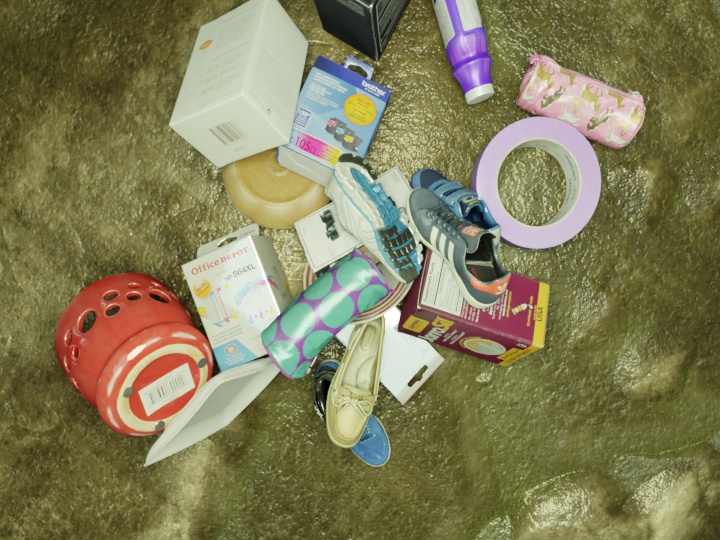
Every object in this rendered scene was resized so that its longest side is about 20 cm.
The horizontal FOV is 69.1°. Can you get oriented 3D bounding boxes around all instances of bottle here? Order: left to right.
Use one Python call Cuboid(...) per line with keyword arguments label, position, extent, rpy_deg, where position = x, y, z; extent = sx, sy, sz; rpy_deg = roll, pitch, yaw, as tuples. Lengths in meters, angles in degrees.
Cuboid(label="bottle", position=(0.166, -0.375, 0.839), extent=(0.063, 0.084, 0.206), rpy_deg=(-16, 90, 3))

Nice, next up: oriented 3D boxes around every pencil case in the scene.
Cuboid(label="pencil case", position=(-0.047, 0.062, 0.756), extent=(0.199, 0.085, 0.093), rpy_deg=(-42, 108, -6))
Cuboid(label="pencil case", position=(0.346, -0.269, 0.833), extent=(0.195, 0.083, 0.089), rpy_deg=(23, 93, 3))

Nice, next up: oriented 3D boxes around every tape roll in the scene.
Cuboid(label="tape roll", position=(0.281, -0.139, 0.851), extent=(0.193, 0.066, 0.207), rpy_deg=(0, 92, 3))

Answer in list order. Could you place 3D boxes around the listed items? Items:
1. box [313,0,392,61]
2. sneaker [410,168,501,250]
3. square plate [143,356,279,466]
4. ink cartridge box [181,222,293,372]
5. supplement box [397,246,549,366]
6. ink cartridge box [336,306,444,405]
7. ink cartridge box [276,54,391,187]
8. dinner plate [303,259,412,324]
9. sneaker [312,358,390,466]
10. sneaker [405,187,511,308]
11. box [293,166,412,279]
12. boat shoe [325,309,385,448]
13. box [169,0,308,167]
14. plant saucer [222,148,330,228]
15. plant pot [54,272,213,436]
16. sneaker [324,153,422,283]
Cuboid(label="box", position=(0.020, -0.467, 0.788), extent=(0.121, 0.198, 0.204), rpy_deg=(29, 93, 4))
Cuboid(label="sneaker", position=(0.154, -0.101, 0.826), extent=(0.073, 0.083, 0.201), rpy_deg=(-27, 63, -22))
Cuboid(label="square plate", position=(-0.217, 0.204, 0.812), extent=(0.198, 0.199, 0.029), rpy_deg=(-46, 75, 18))
Cuboid(label="ink cartridge box", position=(-0.192, 0.037, 0.856), extent=(0.125, 0.125, 0.205), rpy_deg=(-22, 91, 4))
Cuboid(label="supplement box", position=(0.171, 0.060, 0.810), extent=(0.194, 0.131, 0.106), rpy_deg=(18, 67, -2))
Cuboid(label="ink cartridge box", position=(0.037, 0.112, 0.883), extent=(0.109, 0.050, 0.200), rpy_deg=(-45, 90, 3))
Cuboid(label="ink cartridge box", position=(-0.038, -0.243, 0.836), extent=(0.133, 0.076, 0.205), rpy_deg=(23, 71, -5))
Cuboid(label="dinner plate", position=(0.000, 0.000, 0.848), extent=(0.194, 0.024, 0.205), rpy_deg=(-11, 53, 15))
Cuboid(label="sneaker", position=(-0.016, 0.247, 0.860), extent=(0.075, 0.111, 0.204), rpy_deg=(-28, 90, 4))
Cuboid(label="sneaker", position=(0.140, -0.049, 0.729), extent=(0.074, 0.085, 0.202), rpy_deg=(-31, 75, -23))
Cuboid(label="box", position=(0.002, -0.068, 0.840), extent=(0.196, 0.061, 0.118), rpy_deg=(-29, 51, 0))
Cuboid(label="boat shoe", position=(-0.002, 0.161, 0.793), extent=(0.071, 0.063, 0.205), rpy_deg=(21, 67, -2))
Cuboid(label="box", position=(-0.178, -0.285, 0.789), extent=(0.149, 0.106, 0.206), rpy_deg=(-9, 60, 31))
Cuboid(label="plant saucer", position=(-0.133, -0.173, 0.865), extent=(0.193, 0.035, 0.207), rpy_deg=(1, 80, -5))
Cuboid(label="plant pot", position=(-0.337, 0.129, 0.800), extent=(0.180, 0.198, 0.205), rpy_deg=(27, 94, 39))
Cuboid(label="sneaker", position=(0.015, -0.065, 0.760), extent=(0.074, 0.087, 0.203), rpy_deg=(-25, 80, -39))
